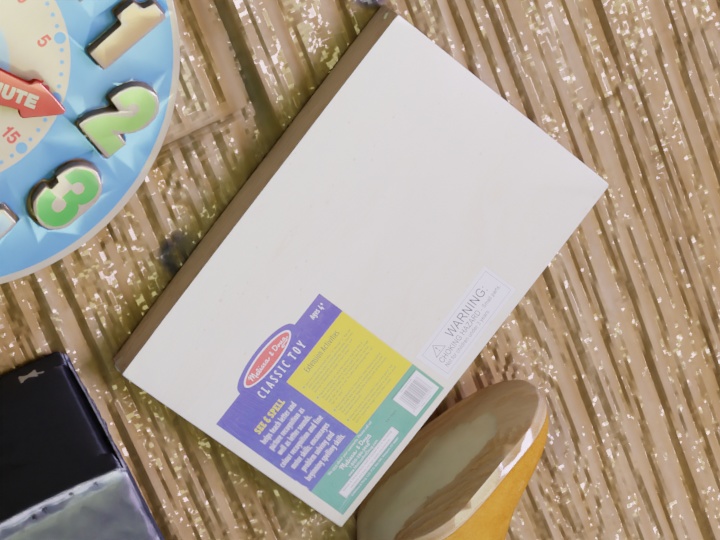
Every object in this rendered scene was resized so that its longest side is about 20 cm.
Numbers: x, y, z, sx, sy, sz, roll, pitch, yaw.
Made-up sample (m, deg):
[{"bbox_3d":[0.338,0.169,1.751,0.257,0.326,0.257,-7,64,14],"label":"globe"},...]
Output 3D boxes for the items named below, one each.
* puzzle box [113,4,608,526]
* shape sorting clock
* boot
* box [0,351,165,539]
[{"bbox_3d":[0.000,0.000,1.190,0.133,0.025,0.200,37,94,-24],"label":"puzzle box"},{"bbox_3d":[-0.172,-0.085,1.103,0.199,0.039,0.201,-5,108,-15],"label":"shape sorting clock"},{"bbox_3d":[0.054,0.159,1.241,0.144,0.071,0.201,37,97,-29],"label":"boot"},{"bbox_3d":[-0.118,0.159,1.139,0.104,0.148,0.201,-28,112,-6],"label":"box"}]
